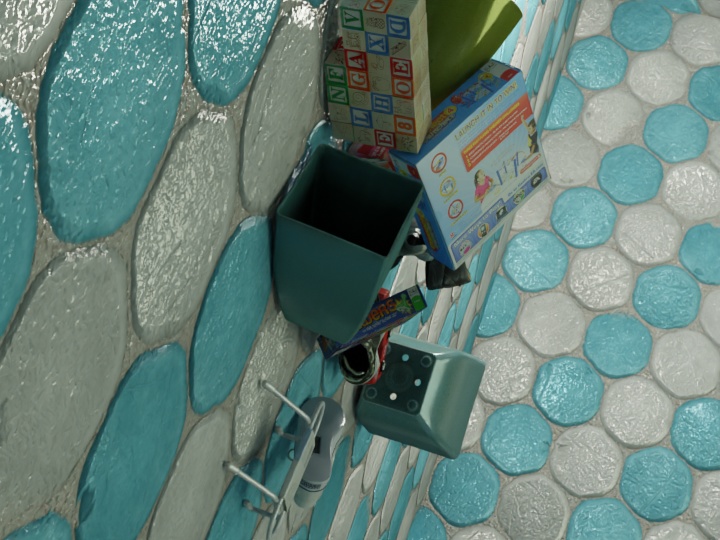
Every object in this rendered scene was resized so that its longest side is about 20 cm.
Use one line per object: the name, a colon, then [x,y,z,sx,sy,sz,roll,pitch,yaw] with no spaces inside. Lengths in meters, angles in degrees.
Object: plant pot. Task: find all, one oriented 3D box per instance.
plant pot: [-0.025,-0.017,1.397,0.201,0.140,0.142,103,11,-46]
plant pot: [0.097,0.216,2.096,0.200,0.194,0.199,43,64,-67]
plant pot: [0.084,-0.292,1.493,0.201,0.186,0.187,-60,168,4]

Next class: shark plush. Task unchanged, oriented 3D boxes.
shark plush: [0.065,-0.033,1.622,0.200,0.082,0.092,-116,-170,-75]

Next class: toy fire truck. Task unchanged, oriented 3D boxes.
toy fire truck: [0.016,0.109,1.912,0.141,0.048,0.202,-40,145,-68]

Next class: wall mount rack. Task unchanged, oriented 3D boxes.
wall mount rack: [-0.112,0.241,1.484,0.174,0.074,0.202,90,20,-61]

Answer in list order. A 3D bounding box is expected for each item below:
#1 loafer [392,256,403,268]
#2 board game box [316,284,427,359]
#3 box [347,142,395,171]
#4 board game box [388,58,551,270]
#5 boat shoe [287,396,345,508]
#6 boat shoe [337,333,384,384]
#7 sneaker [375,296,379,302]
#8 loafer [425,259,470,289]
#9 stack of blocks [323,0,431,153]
loafer: [0.066,-0.068,1.785,0.200,0.072,0.073,-41,142,-40]
board game box: [0.012,0.074,1.580,0.035,0.134,0.200,65,-10,5]
box: [0.054,-0.163,1.635,0.200,0.099,0.096,-56,158,-53]
board game box: [0.149,-0.138,1.498,0.200,0.056,0.197,-42,135,-17]
boat shoe: [-0.068,0.272,1.659,0.203,0.074,0.087,-86,-167,-59]
boat shoe: [-0.008,0.136,1.771,0.201,0.070,0.064,101,14,-58]
sneaker: [0.000,0.000,1.660,0.083,0.070,0.200,-63,162,-17]
loafer: [0.140,-0.057,1.733,0.073,0.071,0.202,-92,-177,-46]
stack of blocks: [0.019,-0.242,1.352,0.201,0.114,0.059,84,25,-47]
